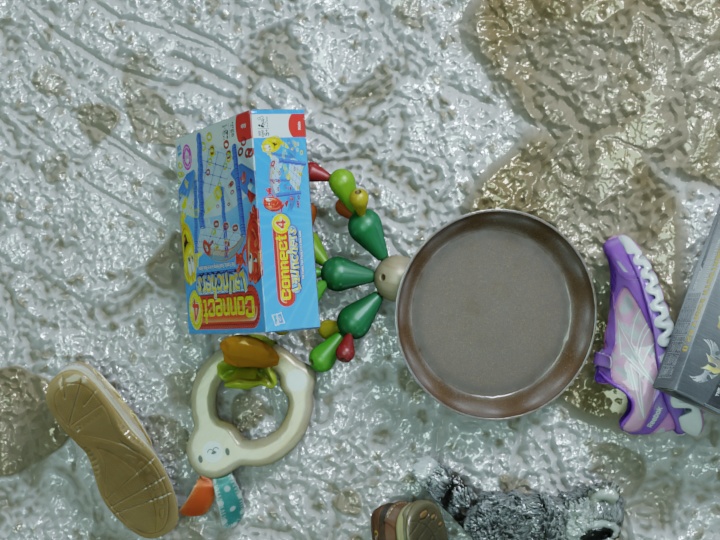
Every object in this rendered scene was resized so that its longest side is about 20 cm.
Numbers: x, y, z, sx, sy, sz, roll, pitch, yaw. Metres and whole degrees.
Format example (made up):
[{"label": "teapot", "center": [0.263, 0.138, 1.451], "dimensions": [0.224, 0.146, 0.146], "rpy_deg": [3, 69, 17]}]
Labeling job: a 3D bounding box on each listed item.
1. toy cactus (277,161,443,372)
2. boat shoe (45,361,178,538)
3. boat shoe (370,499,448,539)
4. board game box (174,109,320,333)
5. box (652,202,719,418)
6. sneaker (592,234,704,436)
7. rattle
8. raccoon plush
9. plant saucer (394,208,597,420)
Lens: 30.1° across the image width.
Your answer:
[{"label": "toy cactus", "center": [0.000, 0.000, 1.307], "dimensions": [0.163, 0.102, 0.203], "rpy_deg": [5, 82, -1]}, {"label": "boat shoe", "center": [-0.243, 0.175, 1.350], "dimensions": [0.073, 0.069, 0.201], "rpy_deg": [-25, 107, 6]}, {"label": "boat shoe", "center": [0.053, 0.321, 1.308], "dimensions": [0.067, 0.072, 0.203], "rpy_deg": [-4, 98, 42]}, {"label": "board game box", "center": [-0.111, -0.040, 1.268], "dimensions": [0.055, 0.199, 0.198], "rpy_deg": [-4, 88, -28]}, {"label": "box", "center": [0.374, 0.045, 1.220], "dimensions": [0.157, 0.048, 0.202], "rpy_deg": [24, 83, -13]}, {"label": "sneaker", "center": [0.256, 0.068, 1.266], "dimensions": [0.088, 0.080, 0.202], "rpy_deg": [-17, 88, 12]}, {"label": "rattle", "center": [-0.126, 0.164, 1.300], "dimensions": [0.130, 0.143, 0.201], "rpy_deg": [33, 89, -11]}, {"label": "raccoon plush", "center": [0.159, 0.214, 1.278], "dimensions": [0.200, 0.097, 0.134], "rpy_deg": [44, 88, 7]}, {"label": "plant saucer", "center": [0.128, 0.042, 1.288], "dimensions": [0.198, 0.032, 0.203], "rpy_deg": [-1, 94, -8]}]
